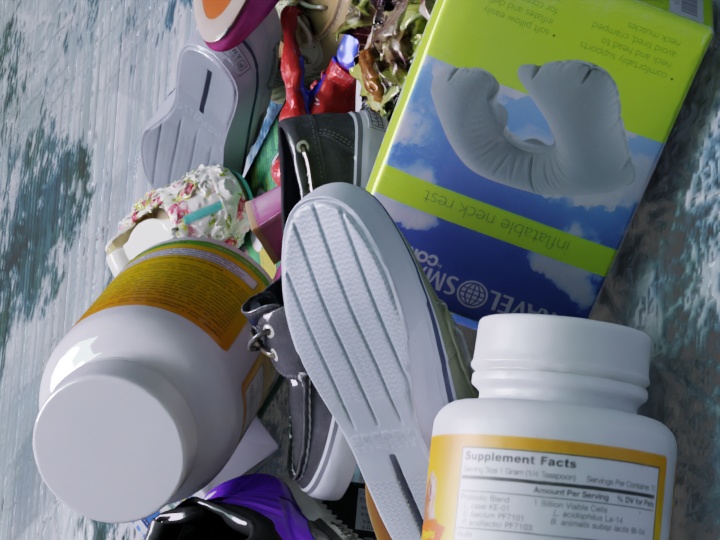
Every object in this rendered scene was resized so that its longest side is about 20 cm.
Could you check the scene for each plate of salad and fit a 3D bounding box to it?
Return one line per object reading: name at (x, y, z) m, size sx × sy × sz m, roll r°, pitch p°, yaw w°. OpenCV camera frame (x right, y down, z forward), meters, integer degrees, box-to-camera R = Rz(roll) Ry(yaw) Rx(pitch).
plate of salad at (0.035, -0.106, 1.222) m, size 0.200 × 0.048 × 0.201 m, roll -16°, pitch 73°, yaw 62°

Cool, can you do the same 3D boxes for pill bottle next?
pill bottle at (-0.111, 0.061, 1.307) m, size 0.200 × 0.111 × 0.111 m, roll -60°, pitch -12°, yaw -70°
pill bottle at (0.080, 0.124, 1.046) m, size 0.109 × 0.109 × 0.201 m, roll 166°, pitch 112°, yaw -67°

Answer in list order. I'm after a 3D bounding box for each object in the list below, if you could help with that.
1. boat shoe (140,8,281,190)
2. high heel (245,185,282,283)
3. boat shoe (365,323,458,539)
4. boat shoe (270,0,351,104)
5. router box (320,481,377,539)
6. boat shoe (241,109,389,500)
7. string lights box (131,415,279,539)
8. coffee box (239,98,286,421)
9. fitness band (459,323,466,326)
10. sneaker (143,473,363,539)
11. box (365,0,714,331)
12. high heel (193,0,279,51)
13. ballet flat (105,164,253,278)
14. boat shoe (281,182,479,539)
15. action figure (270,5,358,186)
boat shoe at (-0.086, -0.102, 1.537) m, size 0.067 × 0.074 × 0.200 m, roll -44°, pitch -5°, yaw -28°
high heel at (0.000, 0.000, 1.353) m, size 0.096 × 0.067 × 0.200 m, roll -28°, pitch 35°, yaw 5°
boat shoe at (0.039, 0.091, 1.235) m, size 0.070 × 0.070 × 0.200 m, roll 64°, pitch -166°, yaw -45°
boat shoe at (-0.044, -0.155, 1.537) m, size 0.200 × 0.062 × 0.074 m, roll 146°, pitch 131°, yaw -61°
router box at (-0.033, 0.204, 1.360) m, size 0.200 × 0.062 × 0.150 m, roll 156°, pitch 120°, yaw -64°
boat shoe at (-0.027, 0.017, 1.209) m, size 0.070 × 0.066 × 0.201 m, roll -130°, pitch 46°, yaw -70°
string lights box at (-0.120, 0.109, 1.514) m, size 0.103 × 0.059 × 0.200 m, roll 52°, pitch 159°, yaw 6°
coffee box at (-0.058, -0.001, 1.536) m, size 0.200 × 0.044 × 0.123 m, roll 121°, pitch 151°, yaw -42°
fitness band at (0.083, -0.068, 1.224) m, size 0.144 × 0.037 × 0.201 m, roll -150°, pitch 72°, yaw -70°
sneaker at (-0.070, 0.142, 1.255) m, size 0.200 × 0.099 × 0.070 m, roll -165°, pitch 88°, yaw -68°
box at (0.072, -0.051, 1.117) m, size 0.048 × 0.122 × 0.200 m, roll -74°, pitch 4°, yaw -64°
high heel at (-0.032, -0.183, 1.414) m, size 0.067 × 0.096 × 0.200 m, roll -11°, pitch 44°, yaw 41°
ballet flat at (-0.131, -0.020, 1.563) m, size 0.076 × 0.064 × 0.200 m, roll 63°, pitch 152°, yaw 6°
boat shoe at (0.020, 0.046, 1.114) m, size 0.072 × 0.062 × 0.201 m, roll -3°, pitch 115°, yaw 37°
action figure at (-0.002, -0.140, 1.364) m, size 0.200 × 0.065 × 0.099 m, roll -56°, pitch 38°, yaw 19°
